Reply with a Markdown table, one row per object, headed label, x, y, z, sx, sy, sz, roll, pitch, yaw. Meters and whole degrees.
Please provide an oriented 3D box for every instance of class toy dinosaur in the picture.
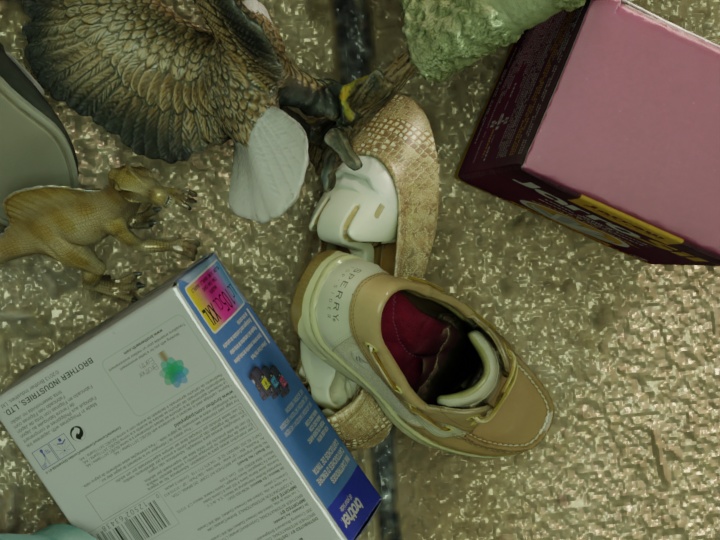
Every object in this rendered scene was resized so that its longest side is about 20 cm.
| label | x | y | z | sx | sy | sz | roll | pitch | yaw |
| --- | --- | --- | --- | --- | --- | --- | --- | --- | --- |
| toy dinosaur | -0.156 | -0.023 | 1.291 | 0.101 | 0.200 | 0.058 | 21 | 57 | -43 |

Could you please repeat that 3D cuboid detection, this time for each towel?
| label | x | y | z | sx | sy | sz | roll | pitch | yaw |
| --- | --- | --- | --- | --- | --- | --- | --- | --- | --- |
| towel | 0.076 | -0.199 | 1.223 | 0.036 | 0.148 | 0.200 | 34 | 42 | -39 |

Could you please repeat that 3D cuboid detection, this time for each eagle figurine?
| label | x | y | z | sx | sy | sz | roll | pitch | yaw |
| --- | --- | --- | --- | --- | --- | --- | --- | --- | --- |
| eagle figurine | -0.079 | -0.127 | 1.275 | 0.200 | 0.151 | 0.152 | 35 | 84 | -13 |

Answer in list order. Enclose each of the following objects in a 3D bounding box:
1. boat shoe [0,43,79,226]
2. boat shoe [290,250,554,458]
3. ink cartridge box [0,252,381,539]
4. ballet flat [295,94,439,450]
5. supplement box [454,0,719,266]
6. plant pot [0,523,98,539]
| label | x | y | z | sx | sy | sz | roll | pitch | yaw |
| --- | --- | --- | --- | --- | --- | --- | --- | --- | --- |
| boat shoe | -0.202 | -0.096 | 1.257 | 0.067 | 0.200 | 0.057 | -20 | 53 | 9 |
| boat shoe | 0.046 | 0.055 | 1.285 | 0.200 | 0.066 | 0.074 | 30 | 79 | -42 |
| ink cartridge box | -0.084 | 0.112 | 1.282 | 0.136 | 0.076 | 0.200 | -31 | 94 | 22 |
| ballet flat | 0.000 | 0.000 | 1.314 | 0.070 | 0.065 | 0.201 | 4 | 89 | 34 |
| supplement box | 0.142 | -0.071 | 1.272 | 0.131 | 0.200 | 0.103 | 24 | 87 | -6 |
| plant pot | -0.177 | 0.217 | 1.251 | 0.134 | 0.200 | 0.200 | -37 | 96 | -31 |
